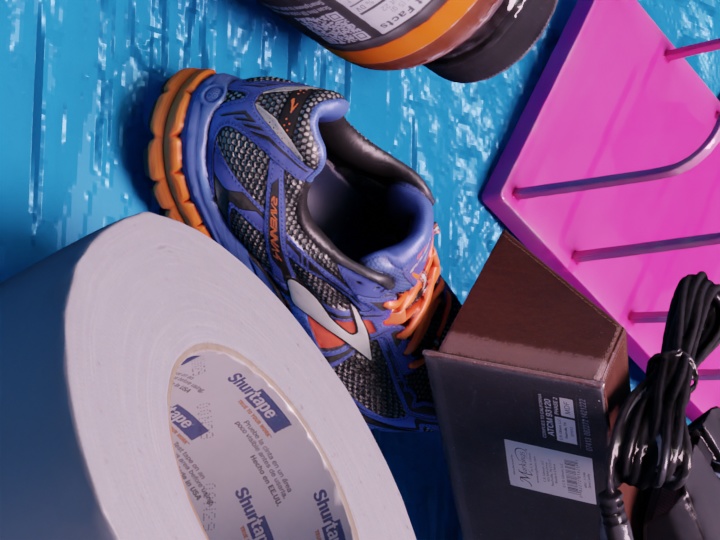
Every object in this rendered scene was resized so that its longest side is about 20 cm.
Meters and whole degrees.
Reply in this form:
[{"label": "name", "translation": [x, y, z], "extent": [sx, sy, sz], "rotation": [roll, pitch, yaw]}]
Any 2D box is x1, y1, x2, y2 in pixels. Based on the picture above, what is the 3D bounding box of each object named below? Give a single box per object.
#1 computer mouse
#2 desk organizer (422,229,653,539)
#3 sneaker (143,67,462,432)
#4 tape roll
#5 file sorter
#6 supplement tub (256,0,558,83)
[{"label": "computer mouse", "translation": [0.132, 0.114, 0.797], "extent": [0.140, 0.046, 0.200], "rotation": [-52, 143, -54]}, {"label": "desk organizer", "translation": [0.086, 0.085, 0.829], "extent": [0.200, 0.072, 0.077], "rotation": [77, 32, -41]}, {"label": "sneaker", "translation": [0.000, 0.000, 0.776], "extent": [0.200, 0.078, 0.075], "rotation": [46, 54, -40]}, {"label": "tape roll", "translation": [-0.054, 0.084, 0.648], "extent": [0.200, 0.066, 0.200], "rotation": [50, 22, -29]}, {"label": "file sorter", "translation": [0.183, -0.030, 0.941], "extent": [0.200, 0.125, 0.139], "rotation": [44, 59, -30]}, {"label": "supplement tub", "translation": [-0.008, -0.143, 0.765], "extent": [0.200, 0.107, 0.107], "rotation": [31, 63, -45]}]
